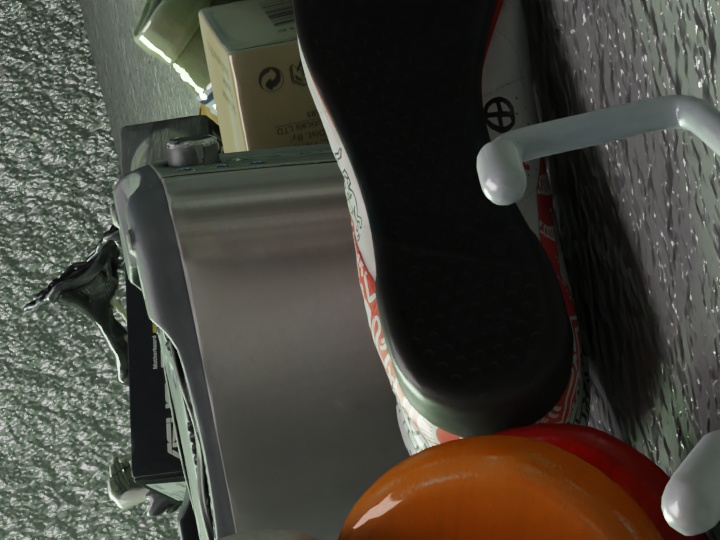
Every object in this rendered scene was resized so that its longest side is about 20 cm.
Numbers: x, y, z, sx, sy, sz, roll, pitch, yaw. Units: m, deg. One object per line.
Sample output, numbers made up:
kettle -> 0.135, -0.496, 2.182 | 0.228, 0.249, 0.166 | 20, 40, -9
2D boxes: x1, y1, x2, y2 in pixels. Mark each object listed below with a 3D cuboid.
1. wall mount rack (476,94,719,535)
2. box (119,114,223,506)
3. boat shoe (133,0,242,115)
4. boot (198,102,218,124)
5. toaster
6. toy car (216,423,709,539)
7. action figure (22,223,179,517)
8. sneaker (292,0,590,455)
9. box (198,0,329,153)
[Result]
wall mount rack -> 0.074, 0.052, 0.520 | 0.174, 0.074, 0.201 | -119, 17, -66
box -> -0.053, 0.035, 1.238 | 0.200, 0.049, 0.163 | 40, -134, -68
boat shoe -> -0.056, -0.127, 1.122 | 0.062, 0.072, 0.200 | 36, -162, -17
boot -> -0.056, -0.061, 1.385 | 0.200, 0.066, 0.176 | 100, 156, -68
toaster -> -0.003, 0.047, 0.893 | 0.114, 0.128, 0.202 | -141, 40, -80
toy car -> 0.037, 0.121, 0.709 | 0.201, 0.174, 0.151 | 86, -156, -51
action figure -> -0.076, 0.065, 1.374 | 0.200, 0.119, 0.102 | 51, 136, -10
sneaker -> 0.024, -0.028, 0.801 | 0.108, 0.067, 0.203 | 75, -176, -62
box -> 0.000, 0.000, 0.993 | 0.095, 0.077, 0.202 | -126, 25, -73
